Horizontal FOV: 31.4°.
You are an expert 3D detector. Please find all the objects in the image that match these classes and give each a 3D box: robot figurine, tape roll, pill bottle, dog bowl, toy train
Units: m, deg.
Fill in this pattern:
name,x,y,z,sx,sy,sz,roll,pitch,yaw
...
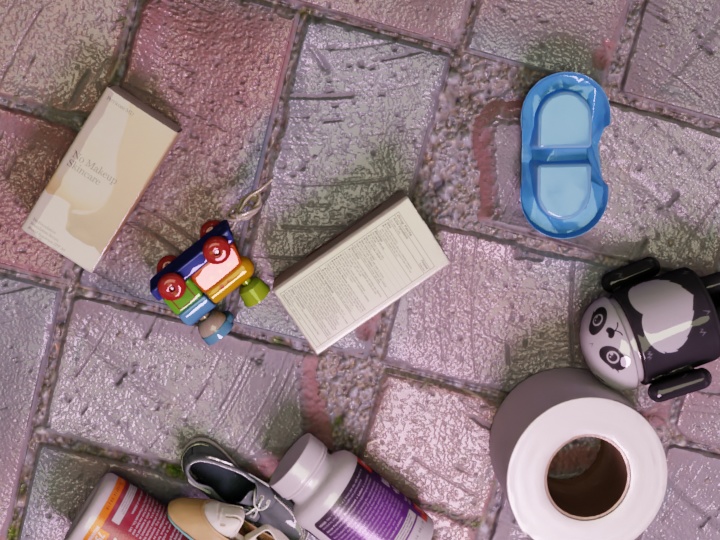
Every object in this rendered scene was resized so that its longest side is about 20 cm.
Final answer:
name,x,y,z,sx,sy,sz,roll,pitch,yaw
robot figurine,0.369,0.070,1.583,0.198,0.151,0.126,-19,114,0
tape roll,0.268,0.236,1.601,0.200,0.139,0.205,-1,101,-3
pill bottle,-0.014,0.298,1.610,0.200,0.111,0.112,40,96,-10
dog bowl,0.247,-0.143,1.575,0.110,0.050,0.203,-2,100,-3
pill bottle,-0.262,0.350,1.603,0.199,0.113,0.114,33,97,-9
toy train,-0.150,-0.007,1.564,0.199,0.085,0.116,-38,111,4

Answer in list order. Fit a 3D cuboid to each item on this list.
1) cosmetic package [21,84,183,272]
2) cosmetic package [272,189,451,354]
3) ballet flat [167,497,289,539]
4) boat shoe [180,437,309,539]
name,x,y,z,sx,sy,sz,roll,pitch,yaw
cosmetic package,-0.308,-0.111,1.535,0.105,0.071,0.201,31,97,-8
cosmetic package,0.000,0.000,1.567,0.199,0.087,0.104,-33,100,4
ballet flat,-0.145,0.327,1.597,0.199,0.069,0.063,34,116,-15
boat shoe,-0.147,0.292,1.625,0.200,0.062,0.073,41,95,-10
